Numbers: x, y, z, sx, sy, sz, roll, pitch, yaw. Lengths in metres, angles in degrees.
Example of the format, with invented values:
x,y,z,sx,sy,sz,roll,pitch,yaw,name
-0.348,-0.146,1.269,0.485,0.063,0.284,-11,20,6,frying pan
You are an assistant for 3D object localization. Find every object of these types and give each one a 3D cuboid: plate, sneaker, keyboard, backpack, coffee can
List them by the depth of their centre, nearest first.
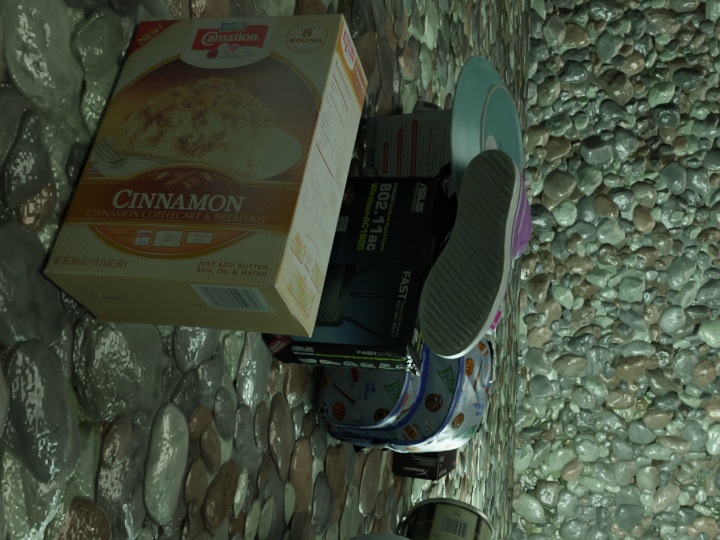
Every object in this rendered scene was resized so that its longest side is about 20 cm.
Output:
x,y,z,sx,sy,sz,roll,pitch,yaw,name
0.123,-0.001,0.812,0.114,0.072,0.201,44,65,-60,sneaker
0.095,-0.056,0.870,0.200,0.020,0.128,-48,136,-61,keyboard
0.143,-0.128,0.903,0.200,0.025,0.201,1,89,-62,plate
0.052,0.121,0.984,0.154,0.190,0.201,17,75,-55,backpack
0.129,0.491,1.358,0.200,0.146,0.147,-67,154,-47,coffee can

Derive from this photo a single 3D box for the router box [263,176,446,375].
x,y,z,sx,sy,sz,roll,pitch,yaw,name
0.000,0.000,0.861,0.062,0.149,0.201,62,35,-56,router box

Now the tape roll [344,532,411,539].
x,y,z,sx,sy,sz,roll,pitch,yaw,name
0.004,0.375,0.852,0.139,0.202,0.204,36,59,-70,tape roll

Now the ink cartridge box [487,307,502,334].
x,y,z,sx,sy,sz,roll,pitch,yaw,name
0.066,0.008,1.000,0.042,0.199,0.119,-63,159,-2,ink cartridge box

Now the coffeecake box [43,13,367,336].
x,y,z,sx,sy,sz,roll,pitch,yaw,name
-0.092,-0.067,0.553,0.073,0.153,0.201,63,34,-58,coffeecake box

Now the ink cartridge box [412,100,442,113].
x,y,z,sx,sy,sz,roll,pitch,yaw,name
0.073,-0.136,1.229,0.163,0.057,0.201,-72,-179,-70,ink cartridge box

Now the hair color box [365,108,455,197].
x,y,z,sx,sy,sz,roll,pitch,yaw,name
0.094,-0.140,1.052,0.064,0.199,0.112,-2,95,-44,hair color box

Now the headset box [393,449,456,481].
x,y,z,sx,sy,sz,roll,pitch,yaw,name
0.114,0.229,1.384,0.149,0.077,0.201,18,78,-72,headset box
